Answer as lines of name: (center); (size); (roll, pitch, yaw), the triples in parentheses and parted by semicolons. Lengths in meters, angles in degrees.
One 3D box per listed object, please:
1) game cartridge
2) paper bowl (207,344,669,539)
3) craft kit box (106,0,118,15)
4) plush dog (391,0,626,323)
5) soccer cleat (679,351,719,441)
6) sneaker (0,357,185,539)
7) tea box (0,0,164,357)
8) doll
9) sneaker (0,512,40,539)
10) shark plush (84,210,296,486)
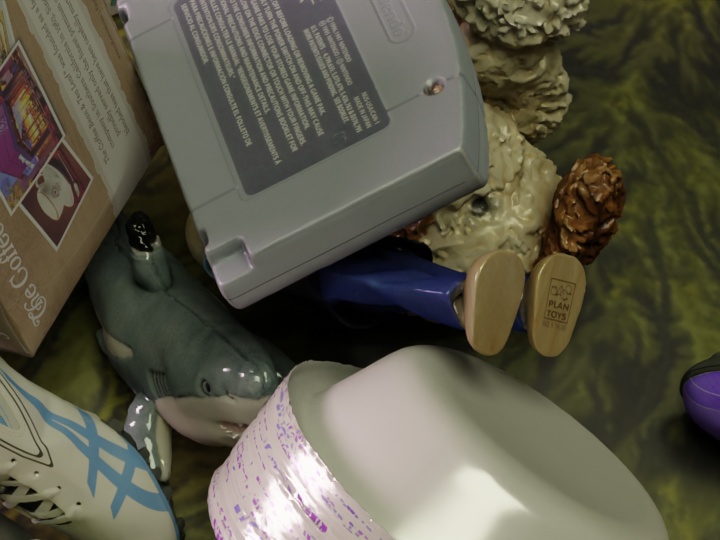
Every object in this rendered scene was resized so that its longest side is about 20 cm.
game cartridge: (-0.022, -0.081, 1.158); (0.133, 0.041, 0.200); (-29, 44, 7)
paper bowl: (0.045, 0.108, 1.121); (0.200, 0.201, 0.105); (40, 106, 14)
craft kit box: (-0.096, -0.246, 1.397); (0.197, 0.049, 0.200); (-26, 68, -18)
plush dog: (0.035, -0.059, 1.277); (0.199, 0.160, 0.173); (-11, 75, 18)
soccer cleat: (0.235, 0.097, 1.241); (0.199, 0.068, 0.073); (21, 64, 1)
sneaker: (-0.156, 0.072, 1.157); (0.200, 0.072, 0.073); (43, 55, -26)
tea box: (-0.218, -0.088, 1.167); (0.196, 0.200, 0.134); (14, 57, 26)
doll: (0.000, 0.000, 1.174); (0.136, 0.200, 0.049); (4, 96, -48)
sneaker: (-0.230, 0.151, 1.143); (0.099, 0.071, 0.200); (41, 57, 16)
shark plush: (-0.084, 0.005, 1.230); (0.091, 0.083, 0.200); (-18, 53, -9)
